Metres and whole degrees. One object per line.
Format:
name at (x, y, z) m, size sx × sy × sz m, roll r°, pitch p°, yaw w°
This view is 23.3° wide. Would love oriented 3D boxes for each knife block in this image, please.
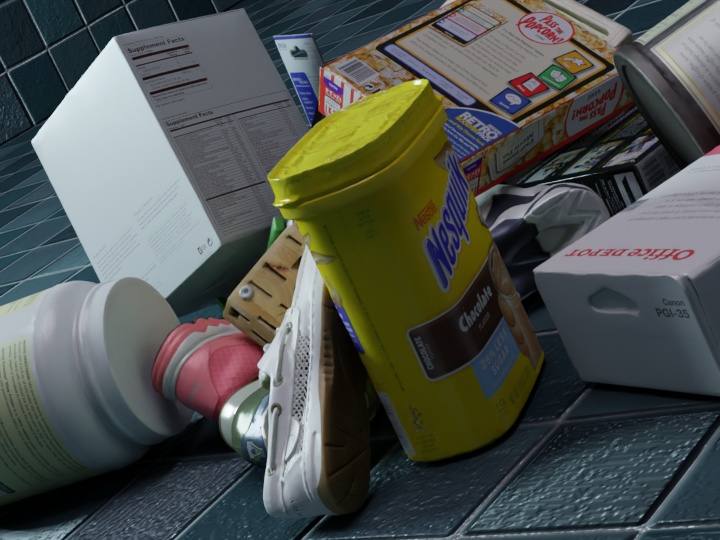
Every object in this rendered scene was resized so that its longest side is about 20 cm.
knife block at (0.000, 0.000, 1.320) m, size 0.200 × 0.064 × 0.176 m, roll -51°, pitch -22°, yaw -10°

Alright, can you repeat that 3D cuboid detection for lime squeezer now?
lime squeezer at (-0.094, 0.025, 1.464) m, size 0.038 × 0.071 × 0.200 m, roll -18°, pitch -13°, yaw -23°

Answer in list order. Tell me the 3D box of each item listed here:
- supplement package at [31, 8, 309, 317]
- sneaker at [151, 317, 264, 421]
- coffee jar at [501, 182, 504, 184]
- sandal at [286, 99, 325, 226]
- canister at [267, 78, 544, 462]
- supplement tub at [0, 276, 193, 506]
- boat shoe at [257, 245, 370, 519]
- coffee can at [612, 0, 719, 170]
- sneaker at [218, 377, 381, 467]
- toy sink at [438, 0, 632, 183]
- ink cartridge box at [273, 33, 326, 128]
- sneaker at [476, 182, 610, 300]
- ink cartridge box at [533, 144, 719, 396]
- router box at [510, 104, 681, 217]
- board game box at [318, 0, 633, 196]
supplement package at (-0.152, -0.086, 1.525) m, size 0.147 × 0.200 × 0.191 m, roll -20°, pitch -12°, yaw -40°
sneaker at (-0.060, 0.068, 1.297) m, size 0.087 × 0.074 × 0.200 m, roll 36°, pitch 38°, yaw 28°
coffee jar at (0.138, -0.132, 1.583) m, size 0.200 × 0.085 × 0.104 m, roll -28°, pitch 12°, yaw -7°
sandal at (-0.027, -0.073, 1.455) m, size 0.045 × 0.075 × 0.200 m, roll -39°, pitch 25°, yaw 35°
canister at (0.035, 0.000, 1.082) m, size 0.086 × 0.200 × 0.149 m, roll -18°, pitch 17°, yaw 25°
supplement tub at (-0.239, 0.092, 1.314) m, size 0.200 × 0.145 × 0.145 m, roll -19°, pitch 16°, yaw 22°
boat shoe at (-0.034, 0.060, 1.088) m, size 0.069 × 0.071 × 0.200 m, roll -15°, pitch 52°, yaw 28°
coffee can at (0.297, -0.149, 1.203) m, size 0.200 × 0.146 × 0.146 m, roll -35°, pitch 15°, yaw 3°
sneaker at (0.002, 0.070, 1.163) m, size 0.200 × 0.067 × 0.090 m, roll -34°, pitch 17°, yaw -8°
toy sink at (0.114, -0.175, 1.484) m, size 0.200 × 0.112 × 0.130 m, roll 34°, pitch 68°, yaw 27°
ink cartridge box at (-0.013, -0.129, 1.594) m, size 0.037 × 0.200 × 0.095 m, roll -31°, pitch 17°, yaw -18°
sneaker at (0.082, -0.008, 1.282) m, size 0.199 × 0.080 × 0.130 m, roll -32°, pitch 7°, yaw 3°
ink cartridge box at (0.225, -0.011, 1.041) m, size 0.200 × 0.083 × 0.146 m, roll -33°, pitch 17°, yaw -26°
router box at (0.229, -0.096, 1.382) m, size 0.200 × 0.051 × 0.149 m, roll -36°, pitch 16°, yaw -35°
board game box at (0.092, -0.141, 1.336) m, size 0.200 × 0.046 × 0.151 m, roll -30°, pitch 53°, yaw -30°
